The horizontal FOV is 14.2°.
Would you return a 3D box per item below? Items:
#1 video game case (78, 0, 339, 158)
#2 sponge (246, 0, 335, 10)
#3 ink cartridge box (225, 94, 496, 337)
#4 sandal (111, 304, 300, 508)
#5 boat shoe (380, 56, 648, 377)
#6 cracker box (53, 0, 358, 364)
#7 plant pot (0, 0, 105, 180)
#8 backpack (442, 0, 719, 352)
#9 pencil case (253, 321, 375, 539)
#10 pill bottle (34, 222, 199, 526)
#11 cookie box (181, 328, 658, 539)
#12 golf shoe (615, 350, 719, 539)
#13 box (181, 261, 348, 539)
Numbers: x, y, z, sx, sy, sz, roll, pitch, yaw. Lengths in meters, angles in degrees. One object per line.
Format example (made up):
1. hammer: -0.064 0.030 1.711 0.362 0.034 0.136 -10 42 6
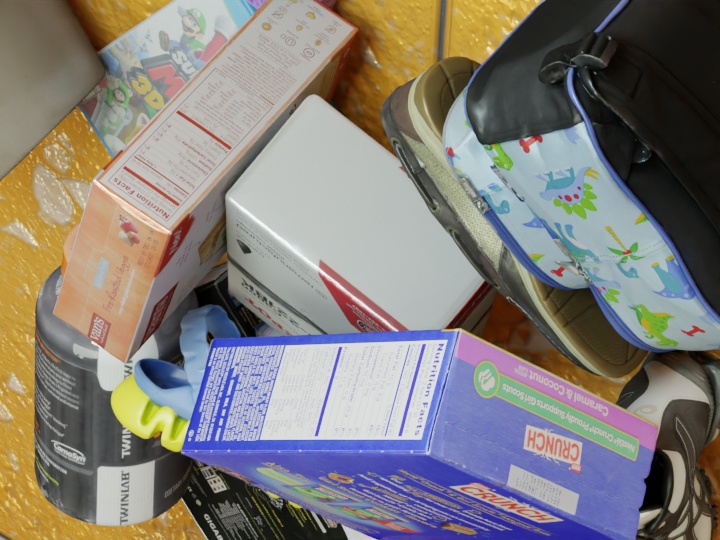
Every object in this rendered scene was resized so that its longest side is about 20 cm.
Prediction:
1. video game case: -0.096 -0.098 1.816 0.200 0.018 0.143 -26 99 50
2. sponge: -0.084 -0.233 1.693 0.200 0.030 0.112 40 140 13
3. ink cartridge box: 0.000 0.000 1.679 0.144 0.084 0.200 38 167 8
4. sandal: -0.050 0.084 1.746 0.199 0.079 0.087 22 107 4
5. boat shoe: 0.085 -0.027 1.554 0.200 0.073 0.065 56 149 -13
6. cracker box: -0.088 -0.057 1.659 0.058 0.200 0.134 35 143 8
7. plant pot: -0.260 -0.146 1.811 0.174 0.200 0.200 46 142 -9
8. backpack: 0.155 -0.061 1.478 0.147 0.183 0.200 -12 120 50
9. pencil case: 0.001 0.114 1.825 0.200 0.091 0.083 55 158 -8
10. pill bottle: -0.157 0.060 1.852 0.106 0.106 0.200 29 136 25
11. cookie box: 0.033 0.094 1.593 0.200 0.075 0.171 -3 157 46
12. golf shoe: 0.162 0.130 1.685 0.078 0.094 0.200 26 136 26
13. box: -0.079 0.099 1.928 0.159 0.049 0.200 -22 102 47
